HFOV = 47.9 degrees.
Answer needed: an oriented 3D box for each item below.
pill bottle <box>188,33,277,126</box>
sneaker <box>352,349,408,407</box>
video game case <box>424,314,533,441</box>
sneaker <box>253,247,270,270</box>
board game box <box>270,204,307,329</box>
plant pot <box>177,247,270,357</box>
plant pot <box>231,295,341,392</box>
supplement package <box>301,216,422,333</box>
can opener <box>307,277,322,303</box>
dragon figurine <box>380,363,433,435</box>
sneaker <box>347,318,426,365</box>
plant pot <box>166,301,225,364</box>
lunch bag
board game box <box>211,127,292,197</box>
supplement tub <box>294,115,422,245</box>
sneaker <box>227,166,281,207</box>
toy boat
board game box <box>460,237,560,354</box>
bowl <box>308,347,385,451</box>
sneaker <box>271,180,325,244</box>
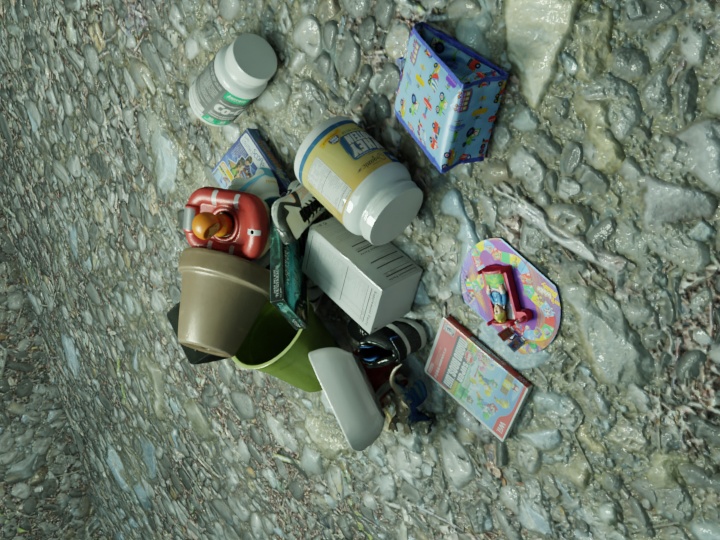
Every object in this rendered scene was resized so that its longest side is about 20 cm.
[{"bbox_3d":[-0.250,-0.372,1.587,0.200,0.113,0.114,-27,89,53],"label":"pill bottle"},{"bbox_3d":[0.012,0.224,1.652,0.200,0.078,0.116,-44,66,38],"label":"sneaker"},{"bbox_3d":[0.203,0.190,1.438,0.200,0.017,0.144,40,136,28],"label":"video game case"},{"bbox_3d":[-0.181,0.013,1.720,0.112,0.073,0.200,50,171,-8],"label":"sneaker"},{"bbox_3d":[-0.134,-0.006,1.524,0.135,0.028,0.202,57,-154,-60],"label":"board game box"},{"bbox_3d":[-0.273,0.071,1.574,0.199,0.199,0.176,-2,69,50],"label":"plant pot"},{"bbox_3d":[-0.133,0.154,1.664,0.199,0.201,0.190,14,158,45],"label":"plant pot"},{"bbox_3d":[0.000,0.000,1.498,0.200,0.109,0.114,42,136,28],"label":"supplement package"},{"bbox_3d":[-0.144,-0.022,1.702,0.066,0.052,0.201,-31,85,51],"label":"can opener"},{"bbox_3d":[0.087,0.238,1.522,0.058,0.099,0.202,0,119,29],"label":"dragon figurine"},{"bbox_3d":[0.018,0.127,1.532,0.199,0.111,0.074,4,112,49],"label":"sneaker"},{"bbox_3d":[-0.331,0.111,1.895,0.199,0.177,0.201,-29,86,52],"label":"plant pot"},{"bbox_3d":[0.114,-0.274,1.246,0.200,0.093,0.151,48,143,34],"label":"lunch bag"},{"bbox_3d":[-0.212,-0.172,1.669,0.135,0.034,0.201,-43,72,28],"label":"board game box"},{"bbox_3d":[-0.003,-0.153,1.391,0.200,0.144,0.145,44,138,23],"label":"supplement tub"},{"bbox_3d":[-0.244,-0.137,1.635,0.199,0.076,0.081,-24,72,27],"label":"sneaker"},{"bbox_3d":[-0.265,-0.086,1.531,0.198,0.130,0.132,11,101,25],"label":"toy boat"},{"bbox_3d":[0.229,0.047,1.309,0.200,0.039,0.159,45,138,24],"label":"board game box"},{"bbox_3d":[-0.015,0.233,1.523,0.200,0.074,0.201,63,-178,-76],"label":"bowl"},{"bbox_3d":[-0.106,-0.119,1.501,0.079,0.201,0.074,-12,121,20],"label":"sneaker"}]
